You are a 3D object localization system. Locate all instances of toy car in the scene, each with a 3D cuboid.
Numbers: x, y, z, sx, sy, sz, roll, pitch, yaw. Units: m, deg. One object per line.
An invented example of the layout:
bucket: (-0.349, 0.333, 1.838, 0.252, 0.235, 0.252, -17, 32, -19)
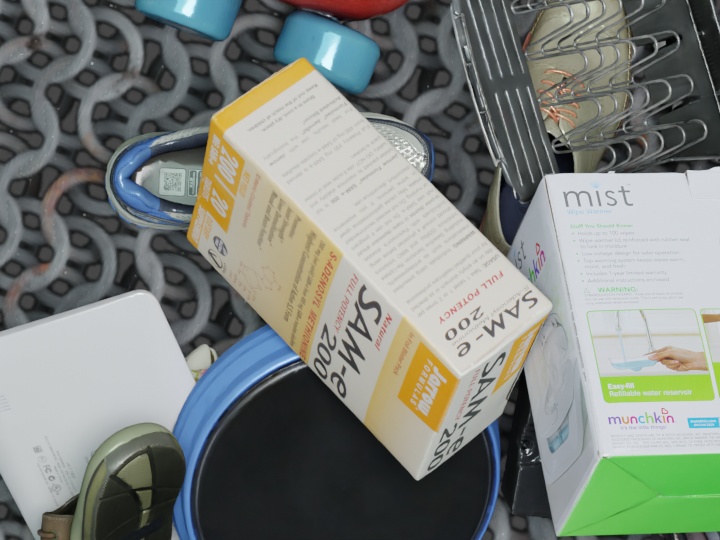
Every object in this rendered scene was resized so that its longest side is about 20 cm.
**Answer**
toy car: (-0.038, -0.217, 1.517, 0.177, 0.200, 0.185, 21, 90, 3)

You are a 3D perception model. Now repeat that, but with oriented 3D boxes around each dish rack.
dish rack: (0.133, -0.120, 1.507, 0.055, 0.200, 0.154, -19, 89, 41)

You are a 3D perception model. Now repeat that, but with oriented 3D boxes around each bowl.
bowl: (-0.012, 0.120, 1.545, 0.200, 0.039, 0.201, -5, 115, -11)

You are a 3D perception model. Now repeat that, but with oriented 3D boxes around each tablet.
tablet: (-0.148, 0.105, 1.548, 0.130, 0.014, 0.200, -17, 125, 7)

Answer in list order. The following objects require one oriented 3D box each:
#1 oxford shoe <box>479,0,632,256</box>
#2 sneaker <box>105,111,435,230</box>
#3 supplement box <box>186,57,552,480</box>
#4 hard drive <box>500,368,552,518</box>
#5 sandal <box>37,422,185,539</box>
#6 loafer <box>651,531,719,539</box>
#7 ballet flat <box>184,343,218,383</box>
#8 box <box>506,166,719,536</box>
oxford shoe: (0.121, -0.090, 1.565, 0.071, 0.074, 0.200, 12, 80, 4)
sneaker: (-0.055, -0.054, 1.572, 0.200, 0.085, 0.077, -6, 89, 2)
supplement box: (0.000, 0.000, 1.444, 0.074, 0.126, 0.200, -36, 71, -27)
hard drive: (0.189, 0.078, 1.538, 0.200, 0.038, 0.140, 3, 112, -12)
sandal: (-0.149, 0.144, 1.529, 0.080, 0.201, 0.057, -23, 60, -36)
loafer: (0.196, 0.164, 1.518, 0.063, 0.200, 0.072, -16, 48, 19)
ballet flat: (-0.067, 0.070, 1.586, 0.200, 0.076, 0.064, -13, 57, 1)
box: (0.194, 0.041, 1.424, 0.200, 0.097, 0.177, -1, 57, -15)
